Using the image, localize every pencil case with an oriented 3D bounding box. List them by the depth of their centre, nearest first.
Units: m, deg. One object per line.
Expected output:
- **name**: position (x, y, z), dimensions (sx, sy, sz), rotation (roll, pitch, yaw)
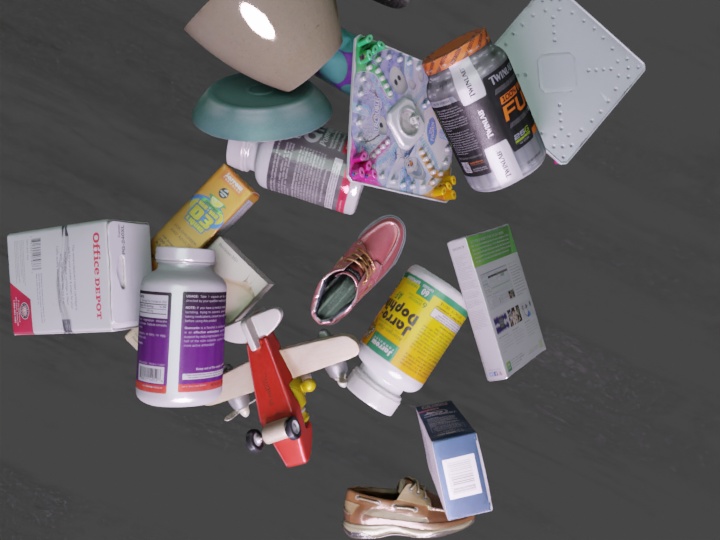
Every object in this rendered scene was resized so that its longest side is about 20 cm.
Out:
- **pencil case**: position (-0.056, -0.341, 0.890), dimensions (0.199, 0.085, 0.093), rotation (33, 89, 0)

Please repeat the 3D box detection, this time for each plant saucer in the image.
- **plant saucer**: position (-0.138, -0.239, 0.840), dimensions (0.197, 0.201, 0.036), rotation (1, 127, -1)

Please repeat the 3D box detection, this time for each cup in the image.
- **cup**: position (-0.104, -0.322, 0.775), dimensions (0.200, 0.200, 0.143), rotation (-44, 114, -1)

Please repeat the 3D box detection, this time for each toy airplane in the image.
- **toy airplane**: position (-0.117, 0.147, 0.854), dimensions (0.199, 0.141, 0.201), rotation (26, 93, 22)

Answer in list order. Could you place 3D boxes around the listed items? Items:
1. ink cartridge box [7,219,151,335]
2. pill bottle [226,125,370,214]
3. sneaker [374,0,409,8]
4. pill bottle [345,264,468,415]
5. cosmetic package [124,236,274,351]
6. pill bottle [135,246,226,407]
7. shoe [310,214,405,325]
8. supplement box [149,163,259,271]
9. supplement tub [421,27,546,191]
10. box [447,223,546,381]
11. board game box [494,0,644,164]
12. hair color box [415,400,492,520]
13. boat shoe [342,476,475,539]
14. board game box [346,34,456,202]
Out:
- **ink cartridge box**: position (-0.392, 0.012, 0.841), dimensions (0.198, 0.083, 0.147), rotation (-4, 88, 24)
- **pill bottle**: position (-0.088, -0.162, 0.873), dimensions (0.198, 0.111, 0.112), rotation (17, 89, -1)
- **sneaker**: position (-0.003, -0.487, 0.901), dimensions (0.197, 0.076, 0.115), rotation (19, 87, -4)
- **pill bottle**: position (0.065, 0.103, 0.870), dimensions (0.112, 0.113, 0.201), rotation (34, 89, 0)
- **cosmetic package**: position (-0.234, 0.057, 0.886), dimensions (0.103, 0.073, 0.200), rotation (42, 89, 0)
- **pill bottle**: position (-0.235, 0.072, 0.794), dimensions (0.111, 0.112, 0.203), rotation (3, 89, -1)
- **shoe**: position (0.000, 0.000, 0.881), dimensions (0.071, 0.091, 0.201), rotation (40, 89, 0)
- **supplement box**: position (-0.243, -0.064, 0.891), dimensions (0.066, 0.069, 0.200), rotation (42, 87, -1)
- **supplement tub**: position (0.171, -0.225, 0.845), dimensions (0.122, 0.123, 0.201), rotation (-32, 112, -2)
- **box**: position (0.200, 0.040, 0.867), dimensions (0.036, 0.144, 0.202), rotation (-15, 90, 40)
- **board game box**: position (0.298, -0.299, 0.919), dimensions (0.200, 0.026, 0.200), rotation (41, 88, 0)
- **hair color box**: position (0.123, 0.251, 0.824), dimensions (0.060, 0.200, 0.101), rotation (-12, 89, -1)
- **boat shoe**: position (0.070, 0.348, 0.886), dimensions (0.197, 0.076, 0.075), rotation (-3, 86, -2)
- **board game box**: position (0.070, -0.212, 0.858), dimensions (0.198, 0.026, 0.203), rotation (6, 86, -39)
